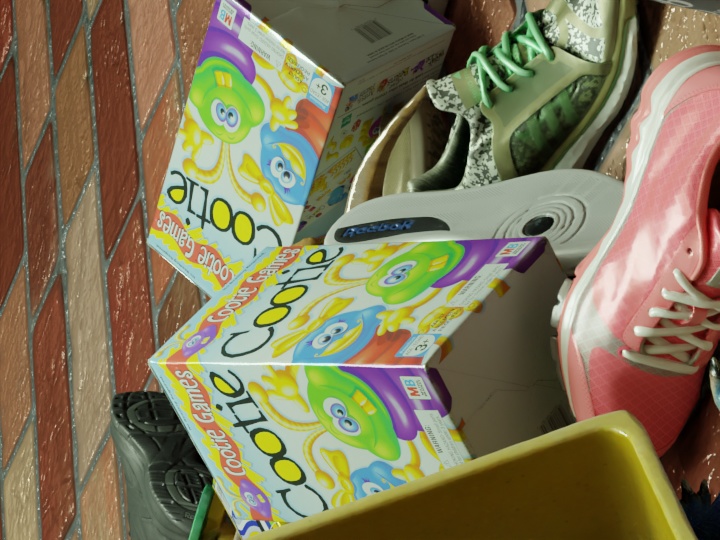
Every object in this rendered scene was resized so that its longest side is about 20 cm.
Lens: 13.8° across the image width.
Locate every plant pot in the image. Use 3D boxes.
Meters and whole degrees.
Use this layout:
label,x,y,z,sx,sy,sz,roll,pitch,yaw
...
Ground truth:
label,x,y,z,sx,sy,sz,roll,pitch,yaw
plant pot,0.069,0.215,1.248,0.196,0.194,0.200,-112,4,-56

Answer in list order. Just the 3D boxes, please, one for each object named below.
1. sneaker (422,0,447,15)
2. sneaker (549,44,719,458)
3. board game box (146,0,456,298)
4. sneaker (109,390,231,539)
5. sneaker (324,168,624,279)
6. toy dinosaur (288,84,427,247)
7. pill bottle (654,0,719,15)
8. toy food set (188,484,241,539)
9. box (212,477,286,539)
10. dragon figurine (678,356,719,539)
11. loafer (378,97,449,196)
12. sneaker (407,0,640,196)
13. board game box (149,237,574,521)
label,x,y,z,sx,sy,sz,roll,pitch,yaw
sneaker,0.009,-0.245,1.804,0.071,0.099,0.200,145,134,-66
sneaker,0.143,0.000,1.344,0.087,0.074,0.200,-142,64,-67
board game box,-0.038,-0.078,1.754,0.103,0.105,0.200,39,133,22
sneaker,-0.137,0.152,2.054,0.200,0.076,0.091,-111,30,-59
sneaker,0.084,0.013,1.526,0.200,0.112,0.073,0,39,42
toy dinosaur,0.000,0.000,1.628,0.060,0.106,0.200,-41,-55,-76
pill bottle,0.133,-0.172,1.268,0.116,0.200,0.116,-169,90,-71
toy food set,-0.095,0.232,1.824,0.200,0.049,0.198,99,-174,-59
box,-0.005,0.162,1.563,0.200,0.070,0.064,59,154,30
dragon figurine,0.175,0.097,1.227,0.099,0.059,0.200,-131,56,-66
loafer,0.012,-0.001,1.681,0.076,0.067,0.200,38,-124,-69
sneaker,0.082,-0.093,1.538,0.077,0.089,0.200,-111,37,-56
board game box,0.012,0.055,1.467,0.200,0.103,0.105,-2,34,47
